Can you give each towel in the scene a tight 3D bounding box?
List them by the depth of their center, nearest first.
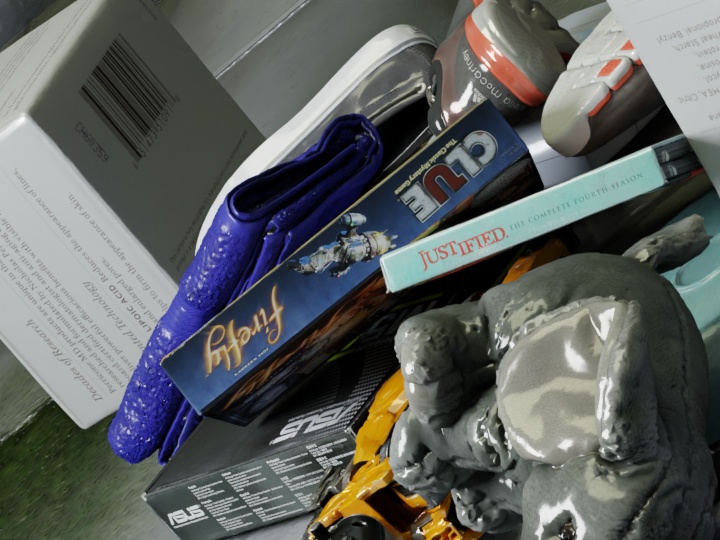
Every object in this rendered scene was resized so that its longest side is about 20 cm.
[{"bbox_3d":[-0.060,0.016,1.634,0.148,0.049,0.200,-36,-19,-50],"label":"towel"}]

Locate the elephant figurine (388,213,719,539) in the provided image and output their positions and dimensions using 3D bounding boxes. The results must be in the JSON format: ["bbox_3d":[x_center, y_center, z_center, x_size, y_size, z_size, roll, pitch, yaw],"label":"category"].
[{"bbox_3d":[0.100,0.080,1.127,0.141,0.156,0.200,-1,18,-19],"label":"elephant figurine"}]

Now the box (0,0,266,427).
[{"bbox_3d":[-0.166,-0.047,1.879,0.130,0.200,0.199,-29,20,31],"label":"box"}]

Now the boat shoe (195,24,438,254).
[{"bbox_3d":[-0.015,-0.052,1.710,0.200,0.070,0.066,-45,53,9],"label":"boat shoe"}]

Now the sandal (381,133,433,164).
[{"bbox_3d":[0.018,-0.066,1.760,0.212,0.070,0.078,-41,16,1],"label":"sandal"}]

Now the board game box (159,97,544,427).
[{"bbox_3d":[0.000,0.000,1.431,0.200,0.035,0.135,-39,-8,2],"label":"board game box"}]

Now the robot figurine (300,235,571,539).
[{"bbox_3d":[0.042,0.074,1.339,0.145,0.058,0.200,-40,13,42],"label":"robot figurine"}]

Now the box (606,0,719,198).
[{"bbox_3d":[0.244,-0.150,1.266,0.200,0.131,0.199,-16,20,49],"label":"box"}]

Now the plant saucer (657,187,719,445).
[{"bbox_3d":[0.163,0.007,1.289,0.200,0.036,0.200,-38,16,13],"label":"plant saucer"}]

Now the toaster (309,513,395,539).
[{"bbox_3d":[-0.029,0.207,1.060,0.181,0.119,0.200,-40,15,10],"label":"toaster"}]

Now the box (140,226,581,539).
[{"bbox_3d":[-0.001,0.052,1.534,0.200,0.048,0.193,-21,22,52],"label":"box"}]

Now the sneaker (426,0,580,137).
[{"bbox_3d":[0.063,-0.110,1.551,0.082,0.077,0.200,-46,2,15],"label":"sneaker"}]

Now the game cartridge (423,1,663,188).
[{"bbox_3d":[0.117,-0.100,1.615,0.133,0.042,0.200,-22,18,34],"label":"game cartridge"}]

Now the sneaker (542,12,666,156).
[{"bbox_3d":[0.179,-0.113,1.420,0.200,0.082,0.077,-42,16,-4],"label":"sneaker"}]

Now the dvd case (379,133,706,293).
[{"bbox_3d":[0.110,-0.036,1.373,0.146,0.022,0.200,-22,-2,27],"label":"dvd case"}]
